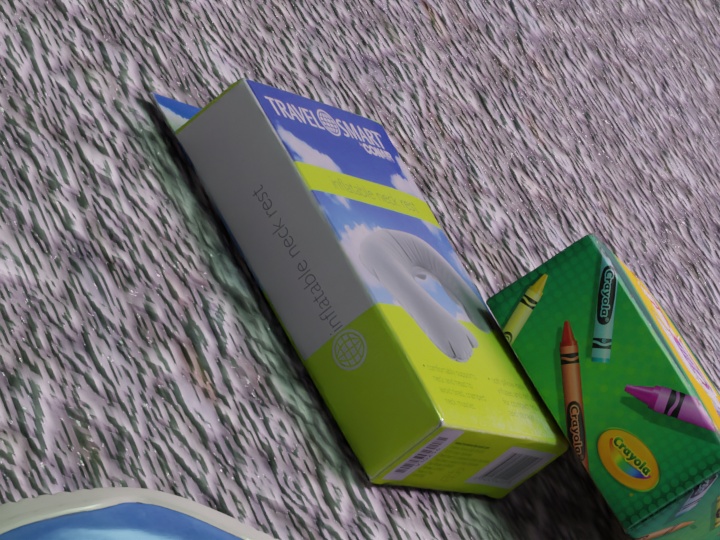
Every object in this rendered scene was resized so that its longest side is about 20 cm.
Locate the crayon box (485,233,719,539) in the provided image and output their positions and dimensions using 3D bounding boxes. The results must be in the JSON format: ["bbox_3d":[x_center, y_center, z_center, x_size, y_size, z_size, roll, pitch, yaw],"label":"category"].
[{"bbox_3d":[0.128,0.064,1.286,0.119,0.058,0.200,59,7,17],"label":"crayon box"}]

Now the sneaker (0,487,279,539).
[{"bbox_3d":[-0.023,0.121,0.794,0.200,0.077,0.111,19,7,-23],"label":"sneaker"}]

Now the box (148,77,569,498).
[{"bbox_3d":[0.000,0.000,1.205,0.122,0.048,0.200,14,42,-60],"label":"box"}]
